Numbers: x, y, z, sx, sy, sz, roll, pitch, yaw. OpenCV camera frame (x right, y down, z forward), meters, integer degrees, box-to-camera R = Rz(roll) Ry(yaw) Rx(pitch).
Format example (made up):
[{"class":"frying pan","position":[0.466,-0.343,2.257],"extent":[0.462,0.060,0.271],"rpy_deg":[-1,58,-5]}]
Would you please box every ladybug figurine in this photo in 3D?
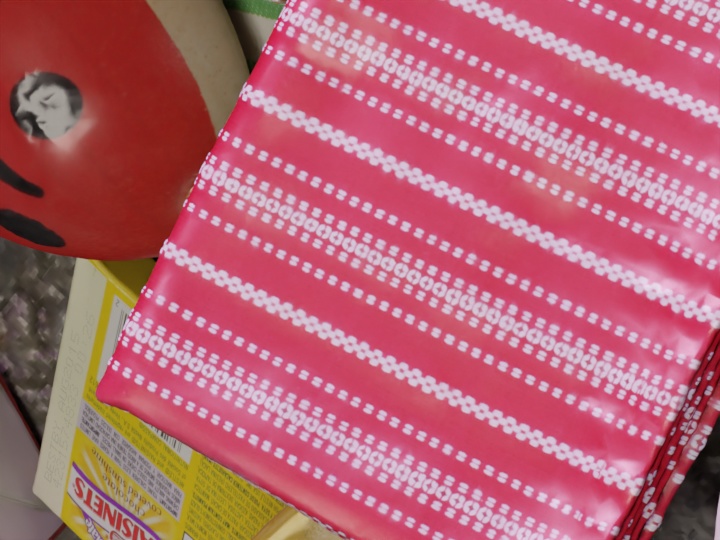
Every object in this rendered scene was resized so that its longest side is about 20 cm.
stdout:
[{"class":"ladybug figurine","position":[-0.111,-0.072,0.834],"extent":[0.200,0.072,0.136],"rpy_deg":[37,136,28]}]

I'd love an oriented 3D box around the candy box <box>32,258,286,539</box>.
[{"class":"candy box","position":[-0.029,0.083,0.886],"extent":[0.200,0.026,0.103],"rpy_deg":[39,132,33]}]

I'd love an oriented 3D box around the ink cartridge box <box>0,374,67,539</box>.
[{"class":"ink cartridge box","position":[-0.211,0.108,0.979],"extent":[0.199,0.117,0.068],"rpy_deg":[-17,107,33]}]

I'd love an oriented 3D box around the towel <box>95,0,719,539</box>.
[{"class":"towel","position":[0.037,-0.026,0.683],"extent":[0.144,0.022,0.201],"rpy_deg":[28,94,17]}]

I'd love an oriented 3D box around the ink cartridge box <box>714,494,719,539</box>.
[{"class":"ink cartridge box","position":[0.184,0.055,0.648],"extent":[0.084,0.199,0.146],"rpy_deg":[40,130,50]}]

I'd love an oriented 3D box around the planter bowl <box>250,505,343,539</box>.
[{"class":"planter bowl","position":[0.020,0.145,0.752],"extent":[0.200,0.201,0.083],"rpy_deg":[-29,128,34]}]

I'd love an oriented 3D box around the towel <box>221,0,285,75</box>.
[{"class":"towel","position":[0.000,0.000,0.838],"extent":[0.152,0.023,0.201],"rpy_deg":[19,131,49]}]

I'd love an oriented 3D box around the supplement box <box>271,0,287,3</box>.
[{"class":"supplement box","position":[-0.004,-0.173,0.711],"extent":[0.067,0.068,0.201],"rpy_deg":[-129,36,-52]}]
